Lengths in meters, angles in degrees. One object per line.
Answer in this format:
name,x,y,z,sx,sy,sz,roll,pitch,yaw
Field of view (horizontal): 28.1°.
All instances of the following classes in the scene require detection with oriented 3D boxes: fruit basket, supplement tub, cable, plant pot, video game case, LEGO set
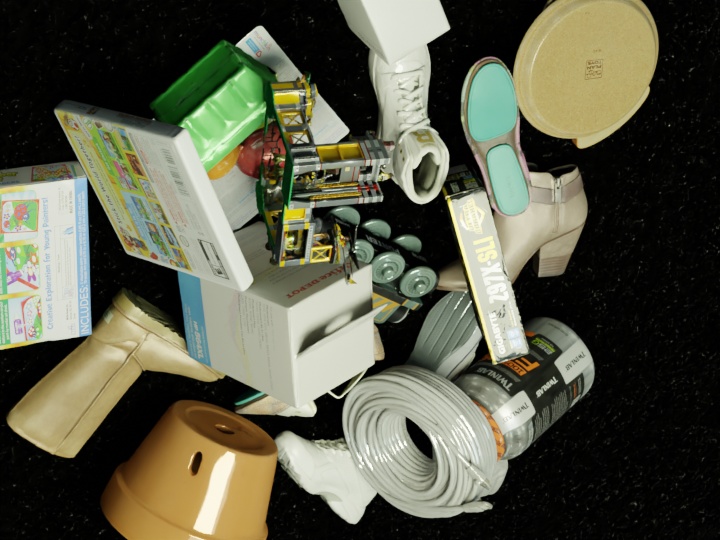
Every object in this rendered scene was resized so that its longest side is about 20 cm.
fruit basket,-0.127,-0.145,1.528,0.185,0.094,0.200,-41,146,3
supplement tub,0.194,0.156,1.812,0.200,0.122,0.123,-36,136,-36
cable,0.071,0.207,1.752,0.069,0.200,0.201,-34,96,-42
plant pot,-0.186,0.243,1.676,0.199,0.200,0.141,17,102,-34
video game case,-0.209,-0.076,1.462,0.023,0.181,0.201,-48,136,-30
LEGO set,-0.033,-0.096,1.453,0.115,0.154,0.201,-6,129,-16

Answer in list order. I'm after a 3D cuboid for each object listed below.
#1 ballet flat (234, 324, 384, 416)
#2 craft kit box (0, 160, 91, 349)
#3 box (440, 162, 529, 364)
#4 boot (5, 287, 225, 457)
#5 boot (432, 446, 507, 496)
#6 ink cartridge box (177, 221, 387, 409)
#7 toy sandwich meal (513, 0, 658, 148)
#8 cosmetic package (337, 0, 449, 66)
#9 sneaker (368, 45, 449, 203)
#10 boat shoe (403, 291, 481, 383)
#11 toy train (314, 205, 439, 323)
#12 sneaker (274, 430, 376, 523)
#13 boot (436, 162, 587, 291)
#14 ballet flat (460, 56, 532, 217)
ballet flat,-0.056,0.135,1.737,0.199,0.068,0.067,-32,100,-2
craft kit box,-0.383,-0.007,1.499,0.197,0.049,0.201,-10,125,-24
box,0.138,-0.012,1.644,0.049,0.160,0.201,-16,104,1
boot,-0.275,0.134,1.638,0.175,0.066,0.200,37,99,-27
boot,0.151,0.236,1.927,0.095,0.074,0.201,-18,136,-24
ink cartridge box,-0.081,0.049,1.548,0.128,0.199,0.126,-28,127,-39
toy sandwich meal,0.258,-0.242,1.664,0.204,0.070,0.206,-10,122,-17
cosmetic package,0.006,-0.321,1.449,0.081,0.113,0.200,-31,128,-6
sneaker,0.061,-0.173,1.573,0.073,0.116,0.201,-14,125,-16
boat shoe,0.109,0.098,1.817,0.067,0.074,0.200,9,124,-54
toy train,0.000,0.000,1.683,0.199,0.085,0.114,23,122,-39
sneaker,-0.037,0.240,1.831,0.099,0.078,0.200,-47,138,-2
boot,0.182,-0.058,1.751,0.199,0.070,0.147,-10,117,-19
ballet flat,0.152,-0.158,1.652,0.069,0.071,0.201,-18,118,-1
